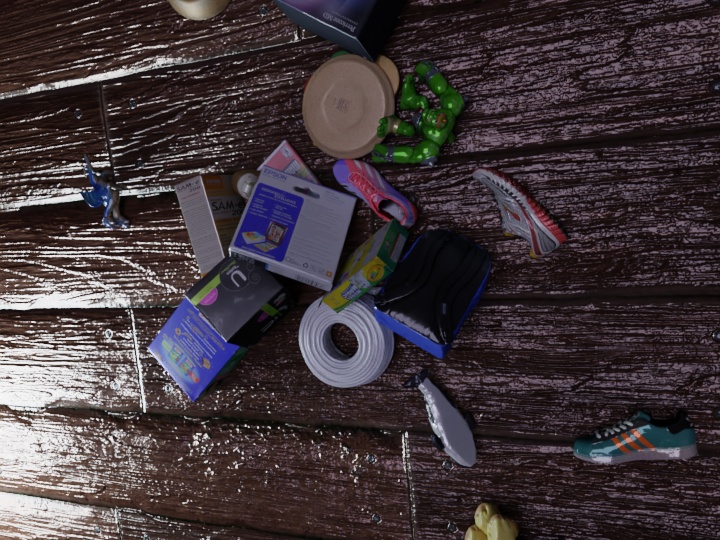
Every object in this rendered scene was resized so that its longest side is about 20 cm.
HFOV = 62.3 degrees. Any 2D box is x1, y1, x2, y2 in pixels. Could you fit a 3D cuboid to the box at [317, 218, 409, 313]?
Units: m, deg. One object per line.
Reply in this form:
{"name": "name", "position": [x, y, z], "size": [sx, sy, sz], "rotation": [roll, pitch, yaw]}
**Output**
{"name": "box", "position": [0.000, 0.000, 1.109], "size": [0.048, 0.118, 0.200], "rotation": [41, 133, -15]}

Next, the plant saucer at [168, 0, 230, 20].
{"name": "plant saucer", "position": [-0.341, -0.627, 1.228], "size": [0.199, 0.035, 0.202], "rotation": [3, 99, 21]}

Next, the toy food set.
{"name": "toy food set", "position": [-0.025, -0.316, 1.144], "size": [0.196, 0.049, 0.202], "rotation": [10, 102, 20]}

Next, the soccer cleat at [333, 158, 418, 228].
{"name": "soccer cleat", "position": [0.024, -0.150, 1.134], "size": [0.200, 0.076, 0.067], "rotation": [39, 109, 11]}

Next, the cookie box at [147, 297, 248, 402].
{"name": "cookie box", "position": [-0.353, 0.162, 1.334], "size": [0.171, 0.075, 0.200], "rotation": [46, 112, 10]}

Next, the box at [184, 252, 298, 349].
{"name": "box", "position": [-0.226, 0.056, 1.178], "size": [0.149, 0.200, 0.124], "rotation": [-44, 81, -5]}

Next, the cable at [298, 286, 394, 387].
{"name": "cable", "position": [-0.028, 0.139, 1.204], "size": [0.198, 0.069, 0.202], "rotation": [-6, 96, 22]}

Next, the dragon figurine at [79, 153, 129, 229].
{"name": "dragon figurine", "position": [-0.610, -0.183, 1.391], "size": [0.200, 0.059, 0.100], "rotation": [42, 110, 9]}

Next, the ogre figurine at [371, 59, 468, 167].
{"name": "ogre figurine", "position": [0.113, -0.272, 1.072], "size": [0.119, 0.098, 0.201], "rotation": [27, 69, 18]}

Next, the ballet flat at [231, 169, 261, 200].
{"name": "ballet flat", "position": [-0.192, -0.154, 1.203], "size": [0.199, 0.072, 0.068], "rotation": [28, 106, 15]}

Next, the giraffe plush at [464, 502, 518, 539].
{"name": "giraffe plush", "position": [0.299, 0.549, 1.105], "size": [0.161, 0.200, 0.174], "rotation": [16, 102, -11]}

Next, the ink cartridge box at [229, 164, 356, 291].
{"name": "ink cartridge box", "position": [-0.122, -0.082, 1.120], "size": [0.197, 0.201, 0.043], "rotation": [19, 150, -6]}

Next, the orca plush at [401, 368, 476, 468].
{"name": "orca plush", "position": [0.148, 0.294, 1.159], "size": [0.200, 0.105, 0.071], "rotation": [47, 146, -2]}

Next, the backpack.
{"name": "backpack", "position": [0.131, 0.035, 1.077], "size": [0.162, 0.168, 0.201], "rotation": [30, 75, 11]}

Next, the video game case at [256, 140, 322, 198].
{"name": "video game case", "position": [-0.141, -0.146, 1.233], "size": [0.143, 0.017, 0.200], "rotation": [-41, 83, 22]}

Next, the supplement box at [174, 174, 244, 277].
{"name": "supplement box", "position": [-0.295, -0.094, 1.244], "size": [0.073, 0.126, 0.202], "rotation": [-15, 93, 24]}

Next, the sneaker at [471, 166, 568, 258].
{"name": "sneaker", "position": [0.267, -0.104, 1.045], "size": [0.200, 0.078, 0.082], "rotation": [48, 113, 9]}

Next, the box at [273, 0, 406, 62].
{"name": "box", "position": [-0.023, -0.516, 1.055], "size": [0.199, 0.123, 0.199], "rotation": [31, 99, 16]}

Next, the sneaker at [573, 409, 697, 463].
{"name": "sneaker", "position": [0.469, 0.283, 1.034], "size": [0.198, 0.071, 0.081], "rotation": [-10, 90, 18]}
